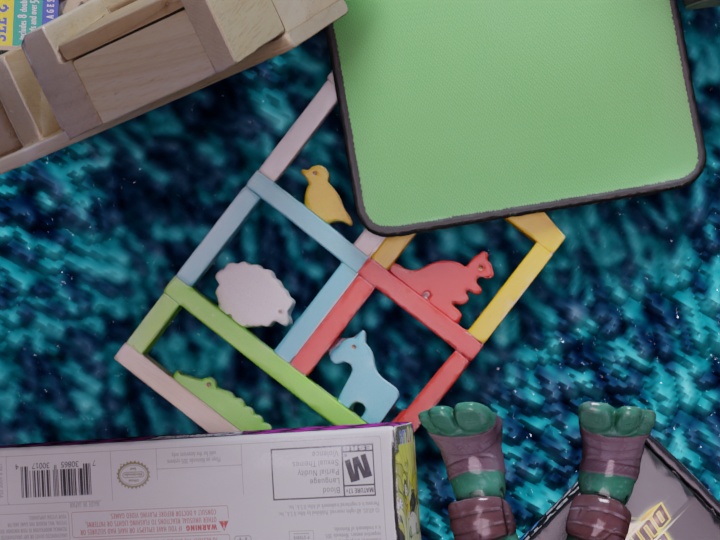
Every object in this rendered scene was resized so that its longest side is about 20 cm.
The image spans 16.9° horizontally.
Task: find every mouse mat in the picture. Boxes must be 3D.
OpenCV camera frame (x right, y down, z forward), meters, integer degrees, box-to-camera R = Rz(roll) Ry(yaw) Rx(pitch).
[{"bbox_3d":[0.062,-0.123,1.091,0.161,0.008,0.201,-9,82,-3],"label":"mouse mat"}]

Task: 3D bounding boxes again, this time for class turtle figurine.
[{"bbox_3d":[0.074,0.157,1.006,0.149,0.101,0.201,4,73,-11],"label":"turtle figurine"}]

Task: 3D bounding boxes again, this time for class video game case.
[{"bbox_3d":[-0.067,0.161,1.059,0.200,0.036,0.182,-5,88,19],"label":"video game case"}]

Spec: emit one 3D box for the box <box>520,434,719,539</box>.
[{"bbox_3d":[0.109,0.194,1.076,0.200,0.046,0.159,-44,88,1],"label":"box"}]

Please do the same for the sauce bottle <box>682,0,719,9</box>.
[{"bbox_3d":[0.144,-0.218,1.076,0.066,0.066,0.201,-12,91,1],"label":"sauce bottle"}]

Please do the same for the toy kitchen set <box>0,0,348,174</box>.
[{"bbox_3d":[-0.119,-0.152,1.000,0.163,0.200,0.181,-22,100,24],"label":"toy kitchen set"}]

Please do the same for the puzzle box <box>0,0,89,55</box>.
[{"bbox_3d":[-0.155,-0.197,1.101,0.133,0.025,0.201,2,89,2],"label":"puzzle box"}]

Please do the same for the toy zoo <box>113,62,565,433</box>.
[{"bbox_3d":[0.000,0.000,1.095,0.131,0.020,0.200,38,90,2],"label":"toy zoo"}]
